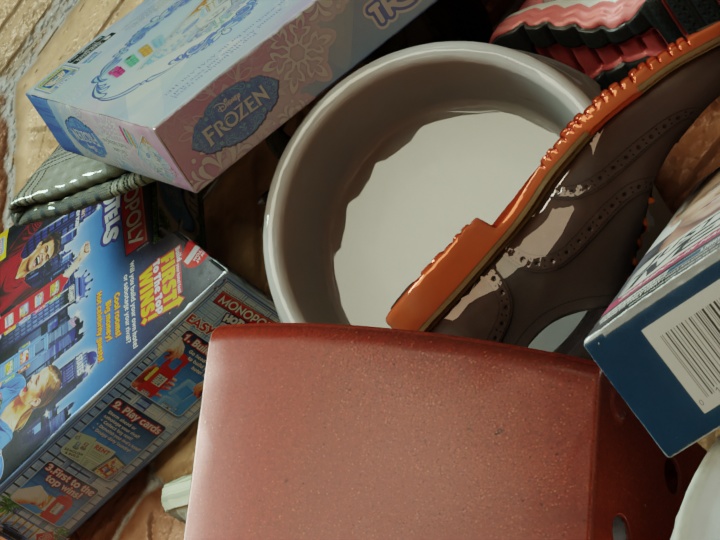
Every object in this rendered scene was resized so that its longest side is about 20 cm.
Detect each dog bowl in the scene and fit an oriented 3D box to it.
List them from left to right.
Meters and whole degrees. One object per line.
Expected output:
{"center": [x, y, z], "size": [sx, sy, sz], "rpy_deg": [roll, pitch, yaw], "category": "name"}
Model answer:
{"center": [0.045, -0.015, 1.237], "size": [0.199, 0.059, 0.201], "rpy_deg": [-3, 79, 16], "category": "dog bowl"}

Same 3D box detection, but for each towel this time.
{"center": [-0.084, -0.106, 1.450], "size": [0.200, 0.035, 0.193], "rpy_deg": [-18, 22, 35], "category": "towel"}

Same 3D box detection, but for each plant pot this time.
{"center": [0.053, 0.136, 1.118], "size": [0.176, 0.200, 0.201], "rpy_deg": [-12, 58, 30], "category": "plant pot"}

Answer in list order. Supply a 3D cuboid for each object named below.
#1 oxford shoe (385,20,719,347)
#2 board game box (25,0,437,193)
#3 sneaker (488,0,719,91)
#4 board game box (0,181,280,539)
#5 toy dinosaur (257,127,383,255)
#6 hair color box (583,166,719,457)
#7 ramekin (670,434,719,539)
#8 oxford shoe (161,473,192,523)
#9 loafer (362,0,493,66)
{"center": [0.104, -0.026, 1.164], "size": [0.200, 0.073, 0.071], "rpy_deg": [-46, -3, 10], "category": "oxford shoe"}
{"center": [-0.051, -0.124, 1.326], "size": [0.200, 0.043, 0.199], "rpy_deg": [-39, 21, -14], "category": "board game box"}
{"center": [0.154, -0.133, 1.263], "size": [0.200, 0.074, 0.087], "rpy_deg": [-3, 44, 40], "category": "sneaker"}
{"center": [-0.129, 0.026, 1.479], "size": [0.200, 0.062, 0.200], "rpy_deg": [-33, 42, 26], "category": "board game box"}
{"center": [0.000, 0.000, 1.320], "size": [0.102, 0.077, 0.201], "rpy_deg": [-4, 91, 51], "category": "toy dinosaur"}
{"center": [0.168, -0.008, 1.085], "size": [0.100, 0.061, 0.200], "rpy_deg": [-35, 4, 27], "category": "hair color box"}
{"center": [0.207, 0.113, 0.996], "size": [0.202, 0.094, 0.203], "rpy_deg": [-22, 44, 24], "category": "ramekin"}
{"center": [-0.047, 0.118, 1.298], "size": [0.200, 0.075, 0.058], "rpy_deg": [-19, 87, 67], "category": "oxford shoe"}
{"center": [0.029, -0.095, 1.371], "size": [0.067, 0.076, 0.200], "rpy_deg": [-34, 41, 26], "category": "loafer"}
